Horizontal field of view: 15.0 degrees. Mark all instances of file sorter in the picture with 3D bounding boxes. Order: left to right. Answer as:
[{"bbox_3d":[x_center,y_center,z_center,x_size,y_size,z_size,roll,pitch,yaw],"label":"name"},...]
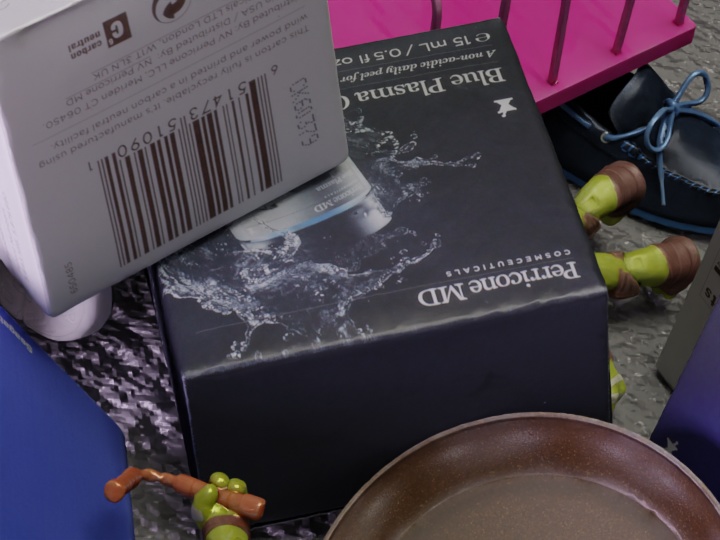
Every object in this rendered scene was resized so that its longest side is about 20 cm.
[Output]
[{"bbox_3d":[0.072,-0.174,1.460,0.199,0.126,0.139,-26,57,-27],"label":"file sorter"}]

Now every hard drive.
[{"bbox_3d":[-0.138,0.095,1.137,0.132,0.025,0.200,49,15,-31],"label":"hard drive"}]

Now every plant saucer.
[{"bbox_3d":[0.072,0.158,1.180,0.199,0.032,0.202,-7,59,11],"label":"plant saucer"}]

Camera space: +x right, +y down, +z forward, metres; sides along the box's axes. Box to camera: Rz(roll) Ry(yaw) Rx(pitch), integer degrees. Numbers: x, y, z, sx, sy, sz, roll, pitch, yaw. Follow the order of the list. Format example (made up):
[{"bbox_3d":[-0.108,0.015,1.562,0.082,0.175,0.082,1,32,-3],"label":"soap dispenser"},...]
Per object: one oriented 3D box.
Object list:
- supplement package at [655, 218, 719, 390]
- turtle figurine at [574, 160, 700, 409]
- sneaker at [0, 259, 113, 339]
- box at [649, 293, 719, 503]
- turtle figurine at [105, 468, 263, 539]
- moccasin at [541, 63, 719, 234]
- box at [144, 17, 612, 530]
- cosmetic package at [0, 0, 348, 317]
[{"bbox_3d":[0.253,0.005,1.357,0.121,0.201,0.120,-12,47,-32],"label":"supplement package"},{"bbox_3d":[0.090,-0.010,1.416,0.161,0.065,0.200,-22,54,-39],"label":"turtle figurine"},{"bbox_3d":[-0.153,-0.049,1.346,0.081,0.077,0.200,-4,45,-34],"label":"sneaker"},{"bbox_3d":[0.217,0.096,1.237,0.104,0.201,0.148,-14,49,-34],"label":"box"},{"bbox_3d":[-0.026,0.154,1.103,0.160,0.065,0.200,11,23,-16],"label":"turtle figurine"},{"bbox_3d":[0.143,-0.082,1.518,0.199,0.068,0.081,22,39,3],"label":"moccasin"},{"bbox_3d":[0.000,0.000,1.285,0.195,0.118,0.201,-11,46,-6],"label":"box"},{"bbox_3d":[-0.130,-0.125,1.222,0.164,0.166,0.200,-29,50,-19],"label":"cosmetic package"}]
